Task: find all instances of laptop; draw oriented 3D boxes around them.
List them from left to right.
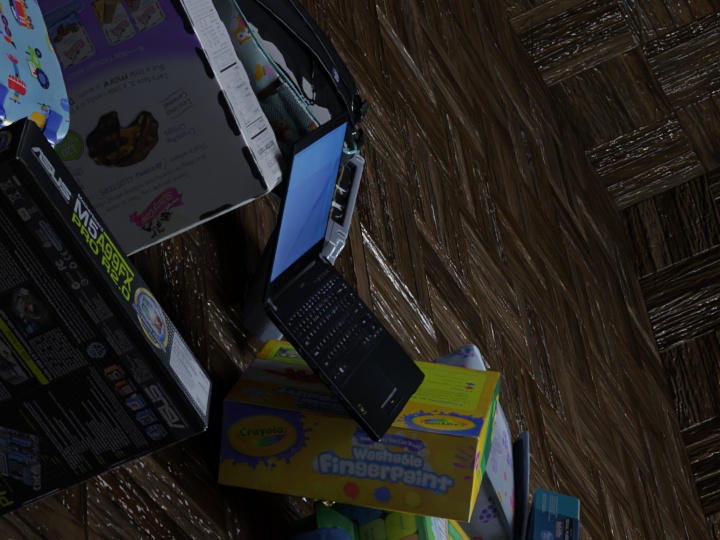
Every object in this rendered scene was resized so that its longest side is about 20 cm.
[{"bbox_3d":[0.000,0.000,1.526,0.200,0.103,0.177,50,18,-1],"label":"laptop"}]

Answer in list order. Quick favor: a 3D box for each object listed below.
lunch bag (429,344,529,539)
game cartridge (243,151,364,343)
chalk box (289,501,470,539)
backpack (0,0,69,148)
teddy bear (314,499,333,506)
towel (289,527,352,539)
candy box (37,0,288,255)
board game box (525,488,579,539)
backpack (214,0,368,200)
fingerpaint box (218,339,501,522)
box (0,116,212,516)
[{"bbox_3d":[0.103,0.204,2.006,0.170,0.126,0.201,-84,155,-56],"label":"lunch bag"},{"bbox_3d":[-0.051,-0.022,1.781,0.040,0.134,0.200,28,26,-8],"label":"game cartridge"},{"bbox_3d":[0.024,0.256,1.641,0.200,0.123,0.126,54,19,-42],"label":"chalk box"},{"bbox_3d":[-0.277,-0.134,1.146,0.200,0.134,0.184,32,37,-61],"label":"backpack"},{"bbox_3d":[-0.004,0.146,1.819,0.146,0.066,0.200,66,14,7],"label":"teddy bear"},{"bbox_3d":[-0.049,0.266,1.389,0.049,0.111,0.201,46,23,-28],"label":"towel"},{"bbox_3d":[-0.167,-0.119,1.436,0.202,0.166,0.072,65,17,-8],"label":"candy box"},{"bbox_3d":[0.162,0.333,1.945,0.151,0.046,0.202,-72,175,-68],"label":"board game box"},{"bbox_3d":[-0.101,-0.173,1.779,0.201,0.152,0.176,59,16,-21],"label":"backpack"},{"bbox_3d":[0.002,0.124,1.610,0.167,0.198,0.074,-58,154,-73],"label":"fingerpaint box"},{"bbox_3d":[-0.197,0.033,1.121,0.201,0.159,0.044,58,18,-29],"label":"box"}]
